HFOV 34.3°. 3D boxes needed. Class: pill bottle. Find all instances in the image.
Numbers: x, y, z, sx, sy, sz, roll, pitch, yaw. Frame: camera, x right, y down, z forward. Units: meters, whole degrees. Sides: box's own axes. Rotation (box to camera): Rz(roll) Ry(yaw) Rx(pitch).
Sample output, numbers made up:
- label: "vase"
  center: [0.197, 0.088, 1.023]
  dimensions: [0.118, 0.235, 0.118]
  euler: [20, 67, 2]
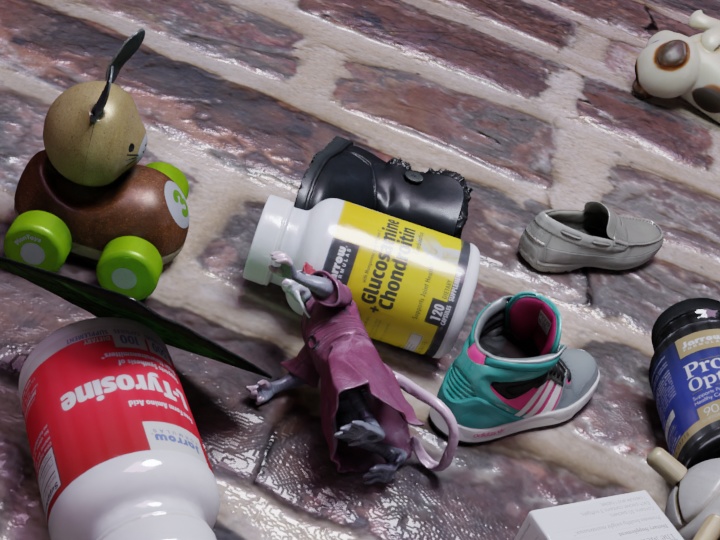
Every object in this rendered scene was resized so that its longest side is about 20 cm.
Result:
- label: "pill bottle"
  center: [0.000, 0.000, 1.066]
  dimensions: [0.200, 0.112, 0.112]
  euler: [18, 33, -3]
- label: "pill bottle"
  center: [-0.161, 0.134, 0.791]
  dimensions: [0.112, 0.112, 0.200]
  euler: [0, 38, -28]
- label: "pill bottle"
  center: [0.327, 0.117, 1.068]
  dimensions: [0.112, 0.112, 0.200]
  euler: [14, 34, -9]

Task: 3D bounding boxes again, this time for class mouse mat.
- label: "mouse mat"
  center: [-0.172, 0.035, 0.874]
  dimensions: [0.161, 0.008, 0.200]
  euler: [14, -12, 30]

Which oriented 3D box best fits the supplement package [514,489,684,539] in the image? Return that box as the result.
- label: "supplement package"
  center: [0.188, 0.264, 0.785]
  dimensions: [0.114, 0.110, 0.200]
  euler: [-3, 40, -30]

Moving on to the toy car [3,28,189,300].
- label: "toy car"
  center: [-0.216, -0.107, 1.027]
  dimensions: [0.158, 0.200, 0.164]
  euler: [15, 34, -6]

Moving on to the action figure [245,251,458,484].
- label: "action figure"
  center: [-0.010, 0.062, 0.947]
  dimensions: [0.149, 0.134, 0.200]
  euler: [0, 44, -23]

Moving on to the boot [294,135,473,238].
- label: "boot"
  center: [0.027, -0.069, 1.210]
  dimensions: [0.168, 0.076, 0.200]
  euler: [19, 27, 6]

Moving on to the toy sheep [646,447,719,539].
- label: "toy sheep"
  center: [0.301, 0.212, 0.905]
  dimensions: [0.200, 0.138, 0.138]
  euler: [45, 37, 4]

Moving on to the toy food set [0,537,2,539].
- label: "toy food set"
  center: [-0.269, 0.214, 0.681]
  dimensions: [0.143, 0.060, 0.200]
  euler: [-22, 49, -31]

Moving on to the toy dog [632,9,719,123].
- label: "toy dog"
  center: [0.507, -0.292, 1.756]
  dimensions: [0.200, 0.140, 0.194]
  euler: [13, 70, -13]

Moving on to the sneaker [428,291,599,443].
- label: "sneaker"
  center: [0.155, 0.073, 1.033]
  dimensions: [0.200, 0.121, 0.084]
  euler: [-13, 45, -40]

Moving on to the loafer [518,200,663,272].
- label: "loafer"
  center: [0.266, -0.041, 1.302]
  dimensions: [0.200, 0.070, 0.070]
  euler: [-7, 41, -34]
